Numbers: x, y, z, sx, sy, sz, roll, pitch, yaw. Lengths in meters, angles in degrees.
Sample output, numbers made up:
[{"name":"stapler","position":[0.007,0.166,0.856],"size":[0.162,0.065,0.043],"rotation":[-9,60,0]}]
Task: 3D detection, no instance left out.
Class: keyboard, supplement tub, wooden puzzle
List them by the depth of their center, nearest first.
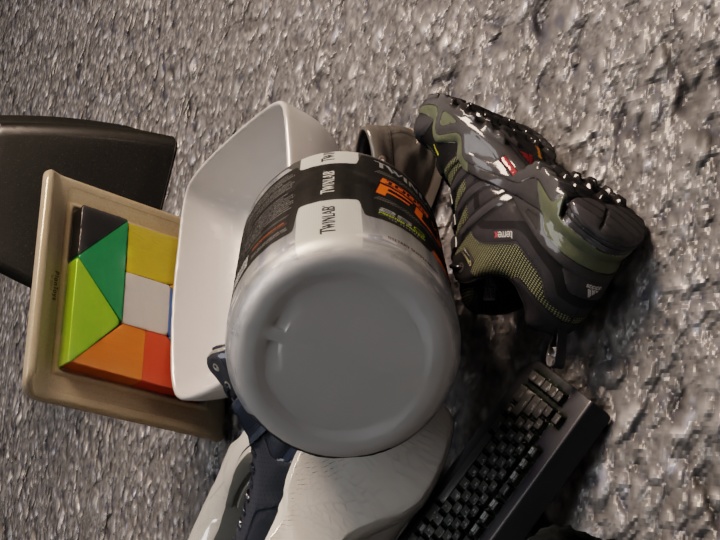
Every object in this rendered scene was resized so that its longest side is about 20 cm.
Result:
[{"name":"keyboard","position":[0.059,0.147,0.671],"size":[0.201,0.021,0.127],"rotation":[-55,30,2]},{"name":"supplement tub","position":[-0.011,0.007,0.727],"size":[0.200,0.121,0.124],"rotation":[-94,27,-68]},{"name":"wooden puzzle","position":[-0.177,0.029,1.040],"size":[0.037,0.199,0.187],"rotation":[-21,59,39]}]

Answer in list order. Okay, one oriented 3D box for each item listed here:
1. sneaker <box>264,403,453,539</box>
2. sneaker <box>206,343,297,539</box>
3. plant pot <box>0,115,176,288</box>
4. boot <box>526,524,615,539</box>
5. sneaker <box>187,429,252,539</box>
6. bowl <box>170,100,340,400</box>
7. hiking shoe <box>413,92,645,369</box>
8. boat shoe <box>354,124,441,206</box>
[{"name":"sneaker","position":[-0.018,0.154,0.732],"size":[0.201,0.075,0.089],"rotation":[-52,-18,-24]},{"name":"sneaker","position":[-0.061,0.124,0.848],"size":[0.147,0.077,0.202],"rotation":[52,122,14]},{"name":"plant pot","position":[-0.328,-0.074,1.374],"size":[0.199,0.176,0.203],"rotation":[20,95,61]},{"name":"boot","position":[0.052,0.186,0.575],"size":[0.076,0.198,0.170],"rotation":[-56,-14,-75]},{"name":"sneaker","position":[-0.089,0.190,0.953],"size":[0.201,0.076,0.081],"rotation":[-61,20,20]},{"name":"bowl","position":[-0.071,-0.005,0.983],"size":[0.199,0.074,0.203],"rotation":[-32,51,53]},{"name":"hiking shoe","position":[0.072,-0.030,0.730],"size":[0.102,0.075,0.200],"rotation":[-64,32,16]},{"name":"boat shoe","position":[0.000,0.000,0.868],"size":[0.067,0.056,0.203],"rotation":[22,98,61]}]
